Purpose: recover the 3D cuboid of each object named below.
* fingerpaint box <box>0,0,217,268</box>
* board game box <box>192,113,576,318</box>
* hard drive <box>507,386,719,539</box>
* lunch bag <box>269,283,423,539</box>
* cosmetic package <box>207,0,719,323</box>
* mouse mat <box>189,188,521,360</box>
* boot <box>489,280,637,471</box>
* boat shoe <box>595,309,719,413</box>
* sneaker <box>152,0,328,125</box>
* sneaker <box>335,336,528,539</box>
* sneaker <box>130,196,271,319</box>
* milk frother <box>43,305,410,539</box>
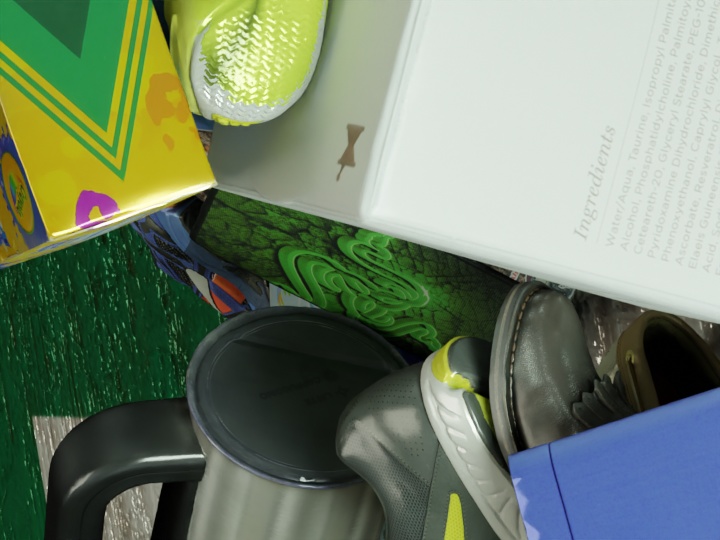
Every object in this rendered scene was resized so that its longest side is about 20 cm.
[{"bbox_3d":[-0.134,-0.092,1.171,0.200,0.073,0.167,163,87,-74],"label":"fingerpaint box"},{"bbox_3d":[-0.003,-0.066,1.358,0.159,0.200,0.097,8,67,49],"label":"board game box"},{"bbox_3d":[0.166,0.106,1.143,0.199,0.025,0.132,-20,78,21],"label":"hard drive"},{"bbox_3d":[0.011,0.063,1.575,0.161,0.082,0.201,-152,57,-68],"label":"lunch bag"},{"bbox_3d":[0.072,-0.082,1.179,0.167,0.199,0.167,16,92,64],"label":"cosmetic package"},{"bbox_3d":[0.000,0.000,1.372,0.008,0.161,0.200,-64,2,-14],"label":"mouse mat"},{"bbox_3d":[0.154,0.080,1.198,0.174,0.069,0.201,-20,85,29],"label":"boot"},{"bbox_3d":[0.160,0.099,1.263,0.200,0.074,0.067,52,138,34],"label":"boat shoe"},{"bbox_3d":[-0.050,-0.158,1.145,0.105,0.075,0.201,11,89,65],"label":"sneaker"},{"bbox_3d":[0.059,0.122,1.280,0.084,0.074,0.201,-17,106,31],"label":"sneaker"},{"bbox_3d":[-0.070,-0.010,1.659,0.078,0.075,0.200,7,147,40],"label":"sneaker"},{"bbox_3d":[-0.048,0.159,1.433,0.200,0.180,0.188,53,146,33],"label":"milk frother"}]
